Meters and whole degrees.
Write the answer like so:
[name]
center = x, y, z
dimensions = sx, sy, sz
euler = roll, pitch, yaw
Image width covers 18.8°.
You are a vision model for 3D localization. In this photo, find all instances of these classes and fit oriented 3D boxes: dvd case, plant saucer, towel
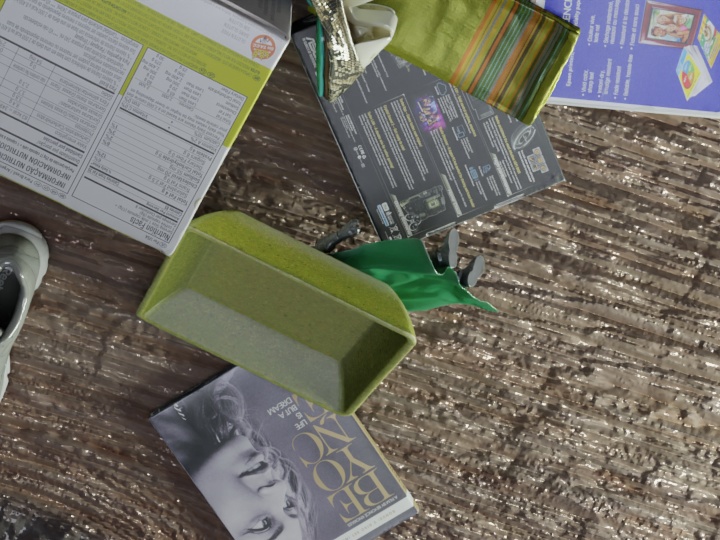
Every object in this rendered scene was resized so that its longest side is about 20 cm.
[dvd case]
center = -0.064, 0.166, 1.856
dimensions = 0.149, 0.016, 0.200
euler = -31, 107, 8
[plant saucer]
center = -0.064, 0.027, 1.735
dimensions = 0.200, 0.200, 0.048
euler = 26, 64, -6
[towel]
center = 0.063, -0.192, 1.674
dimensions = 0.200, 0.018, 0.086
euler = 27, 108, 3

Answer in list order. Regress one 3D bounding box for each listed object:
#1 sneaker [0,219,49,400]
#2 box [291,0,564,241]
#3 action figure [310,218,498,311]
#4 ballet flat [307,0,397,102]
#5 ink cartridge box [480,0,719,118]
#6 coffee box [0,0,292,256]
[sneaker]
center = -0.316, 0.059, 1.771
dimensions = 0.076, 0.092, 0.200
euler = 18, 107, -7
[box]
center = 0.054, -0.135, 1.743
dimensions = 0.160, 0.044, 0.200
euler = -23, 108, 6
[action figure]
center = 0.000, 0.000, 1.742
dimensions = 0.200, 0.055, 0.118
euler = -3, 146, 35
[ballet flat]
center = -0.011, -0.202, 1.622
dimensions = 0.075, 0.068, 0.200
euler = -7, 139, 6
[ink cartridge box]
center = 0.201, -0.225, 1.691
dimensions = 0.200, 0.047, 0.198
euler = 6, 106, -1
[coffee box]
center = -0.182, -0.165, 1.637
dimensions = 0.200, 0.200, 0.198
euler = 26, 111, -10
